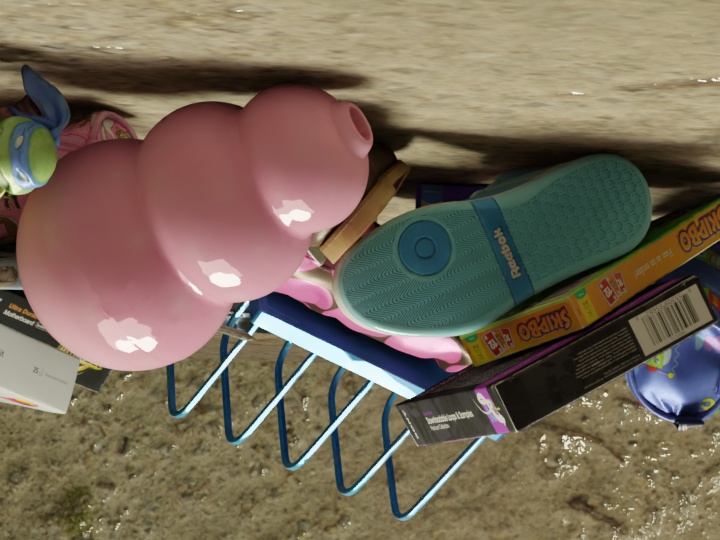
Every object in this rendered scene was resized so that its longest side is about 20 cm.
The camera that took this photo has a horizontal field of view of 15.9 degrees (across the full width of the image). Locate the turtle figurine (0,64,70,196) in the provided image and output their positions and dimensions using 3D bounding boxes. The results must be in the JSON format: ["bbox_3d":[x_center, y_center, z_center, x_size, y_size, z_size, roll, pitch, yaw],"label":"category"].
[{"bbox_3d":[-0.263,-0.045,1.297,0.193,0.201,0.144,5,142,35],"label":"turtle figurine"}]

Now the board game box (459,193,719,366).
[{"bbox_3d":[0.155,0.000,1.556,0.095,0.030,0.200,-23,-172,47],"label":"board game box"}]

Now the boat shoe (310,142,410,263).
[{"bbox_3d":[-0.016,-0.052,1.477,0.070,0.070,0.200,40,-177,1],"label":"boat shoe"}]

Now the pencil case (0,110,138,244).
[{"bbox_3d":[-0.222,-0.053,1.490,0.199,0.083,0.086,2,-165,20],"label":"pencil case"}]

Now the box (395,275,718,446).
[{"bbox_3d":[0.113,0.057,1.545,0.142,0.036,0.200,-28,-177,-16],"label":"box"}]

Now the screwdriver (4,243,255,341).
[{"bbox_3d":[-0.154,0.009,1.563,0.199,0.029,0.028,14,-149,20],"label":"screwdriver"}]

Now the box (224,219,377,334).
[{"bbox_3d":[-0.106,-0.005,1.885,0.199,0.087,0.164,6,174,-19],"label":"box"}]

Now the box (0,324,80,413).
[{"bbox_3d":[-0.301,0.040,1.613,0.199,0.041,0.156,9,169,33],"label":"box"}]

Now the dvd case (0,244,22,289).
[{"bbox_3d":[-0.236,-0.003,1.503,0.199,0.018,0.143,1,-176,19],"label":"dvd case"}]

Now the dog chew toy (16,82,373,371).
[{"bbox_3d":[-0.082,-0.031,1.344,0.199,0.125,0.124,-29,162,20],"label":"dog chew toy"}]

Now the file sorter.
[{"bbox_3d":[-0.021,0.061,1.736,0.199,0.139,0.123,27,121,-25],"label":"file sorter"}]

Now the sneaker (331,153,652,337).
[{"bbox_3d":[0.065,-0.010,1.535,0.199,0.080,0.130,-17,-177,-16],"label":"sneaker"}]

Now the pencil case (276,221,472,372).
[{"bbox_3d":[0.000,0.000,1.625,0.199,0.091,0.093,21,163,-28],"label":"pencil case"}]

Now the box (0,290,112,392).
[{"bbox_3d":[-0.276,0.005,1.770,0.199,0.046,0.159,26,-173,-44],"label":"box"}]

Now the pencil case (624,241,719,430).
[{"bbox_3d":[0.216,0.030,1.695,0.086,0.078,0.200,21,-158,-1],"label":"pencil case"}]

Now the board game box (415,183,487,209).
[{"bbox_3d":[0.110,-0.022,1.780,0.133,0.045,0.200,3,174,6],"label":"board game box"}]
